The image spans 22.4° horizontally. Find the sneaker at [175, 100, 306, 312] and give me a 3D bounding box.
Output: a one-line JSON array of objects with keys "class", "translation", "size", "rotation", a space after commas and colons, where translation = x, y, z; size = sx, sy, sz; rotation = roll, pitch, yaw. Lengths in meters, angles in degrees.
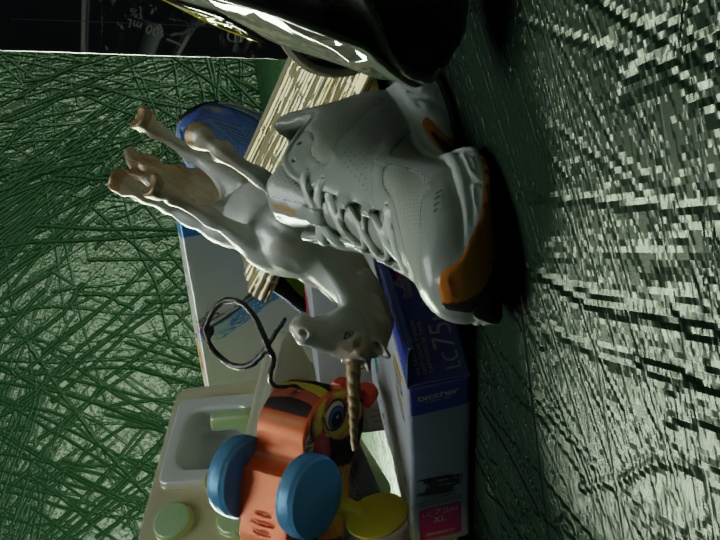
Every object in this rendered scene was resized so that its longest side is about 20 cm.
[{"class": "sneaker", "translation": [-0.060, -0.039, 1.316], "size": [0.200, 0.078, 0.089], "rotation": [49, -168, -5]}]

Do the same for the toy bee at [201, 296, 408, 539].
[{"class": "toy bee", "translation": [-0.025, 0.108, 1.023], "size": [0.131, 0.108, 0.201], "rotation": [33, 123, 26]}]

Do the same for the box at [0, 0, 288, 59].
[{"class": "box", "translation": [-0.115, -0.220, 1.068], "size": [0.104, 0.198, 0.184], "rotation": [-132, 43, -74]}]

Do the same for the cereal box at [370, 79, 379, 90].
[{"class": "cereal box", "translation": [-0.010, -0.087, 1.215], "size": [0.144, 0.039, 0.201], "rotation": [-102, 5, -45]}]

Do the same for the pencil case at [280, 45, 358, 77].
[{"class": "pencil case", "translation": [-0.033, -0.161, 0.927], "size": [0.089, 0.078, 0.200], "rotation": [43, -176, -31]}]

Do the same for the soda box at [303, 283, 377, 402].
[{"class": "soda box", "translation": [0.000, 0.000, 1.086], "size": [0.201, 0.068, 0.064], "rotation": [87, 174, -54]}]

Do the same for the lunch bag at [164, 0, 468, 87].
[{"class": "lunch bag", "translation": [-0.047, -0.157, 0.666], "size": [0.118, 0.163, 0.201], "rotation": [-53, -28, -29]}]

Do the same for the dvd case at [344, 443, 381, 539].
[{"class": "dvd case", "translation": [0.002, 0.232, 1.217], "size": [0.151, 0.025, 0.201], "rotation": [-69, -35, -49]}]

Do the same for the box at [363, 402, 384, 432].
[{"class": "box", "translation": [0.013, 0.095, 1.297], "size": [0.200, 0.041, 0.039], "rotation": [118, 142, -84]}]

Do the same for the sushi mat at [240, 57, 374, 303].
[{"class": "sushi mat", "translation": [-0.028, -0.089, 0.991], "size": [0.201, 0.012, 0.096], "rotation": [-63, 30, 29]}]

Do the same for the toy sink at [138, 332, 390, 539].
[{"class": "toy sink", "translation": [-0.072, 0.153, 1.240], "size": [0.200, 0.111, 0.131], "rotation": [59, -148, -45]}]

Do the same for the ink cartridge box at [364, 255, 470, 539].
[{"class": "ink cartridge box", "translation": [0.030, 0.050, 0.994], "size": [0.201, 0.042, 0.120], "rotation": [82, 175, -53]}]

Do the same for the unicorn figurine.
[{"class": "unicorn figurine", "translation": [-0.052, -0.019, 0.913], "size": [0.137, 0.074, 0.200], "rotation": [34, -166, -26]}]

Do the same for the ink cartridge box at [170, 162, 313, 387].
[{"class": "ink cartridge box", "translation": [-0.066, 0.008, 1.449], "size": [0.147, 0.143, 0.202], "rotation": [-129, 29, -79]}]

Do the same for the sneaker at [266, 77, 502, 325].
[{"class": "sneaker", "translation": [0.007, -0.026, 0.807], "size": [0.200, 0.091, 0.076], "rotation": [-111, 13, -66]}]

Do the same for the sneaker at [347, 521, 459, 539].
[{"class": "sneaker", "translation": [0.033, 0.188, 1.131], "size": [0.200, 0.104, 0.076], "rotation": [-5, -104, -66]}]
